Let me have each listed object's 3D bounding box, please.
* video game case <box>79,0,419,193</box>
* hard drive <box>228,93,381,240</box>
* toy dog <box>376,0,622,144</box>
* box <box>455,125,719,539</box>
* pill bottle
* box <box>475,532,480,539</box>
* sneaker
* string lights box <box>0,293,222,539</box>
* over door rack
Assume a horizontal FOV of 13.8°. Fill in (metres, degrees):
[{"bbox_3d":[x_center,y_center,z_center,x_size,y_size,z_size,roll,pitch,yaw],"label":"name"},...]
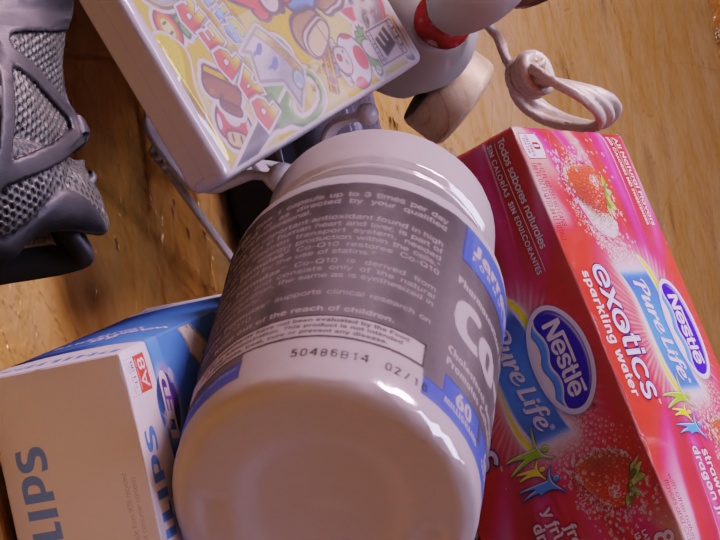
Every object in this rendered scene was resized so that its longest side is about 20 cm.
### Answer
[{"bbox_3d":[-0.069,-0.147,1.252,0.200,0.023,0.182,60,34,-4],"label":"video game case"},{"bbox_3d":[-0.030,-0.068,1.514,0.200,0.042,0.135,-30,107,-74],"label":"hard drive"},{"bbox_3d":[0.045,-0.132,1.386,0.132,0.200,0.096,38,69,-28],"label":"toy dog"},{"bbox_3d":[0.091,0.045,1.292,0.100,0.095,0.200,-1,65,-56],"label":"box"},{"bbox_3d":[-0.002,0.034,1.139,0.200,0.114,0.114,-78,152,-57],"label":"pill bottle"},{"bbox_3d":[-0.002,0.187,1.243,0.161,0.049,0.200,32,69,-69],"label":"box"},{"bbox_3d":[-0.131,-0.069,1.055,0.199,0.076,0.114,-79,155,-51],"label":"sneaker"},{"bbox_3d":[-0.080,0.072,1.160,0.200,0.059,0.103,-28,107,-76],"label":"string lights box"},{"bbox_3d":[0.000,0.000,1.341,0.148,0.067,0.200,5,53,-53],"label":"over door rack"}]
